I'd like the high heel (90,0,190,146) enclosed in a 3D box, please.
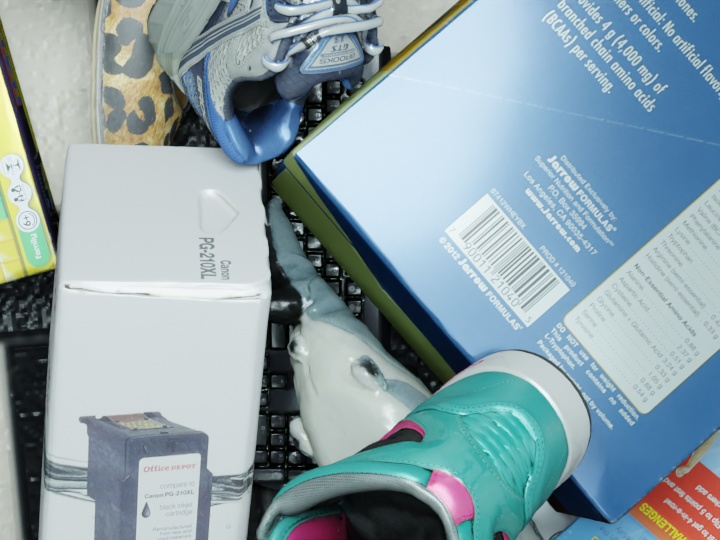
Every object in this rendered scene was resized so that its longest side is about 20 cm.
[{"bbox_3d":[-0.039,-0.109,1.204,0.142,0.071,0.200,9,85,4],"label":"high heel"}]

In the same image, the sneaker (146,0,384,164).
[{"bbox_3d":[-0.016,-0.114,1.092,0.077,0.200,0.085,-7,59,-28],"label":"sneaker"}]

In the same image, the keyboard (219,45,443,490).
[{"bbox_3d":[0.000,0.000,1.243,0.127,0.021,0.200,0,95,-1],"label":"keyboard"}]

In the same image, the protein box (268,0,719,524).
[{"bbox_3d":[0.103,-0.035,1.168,0.200,0.135,0.199,-41,92,-7],"label":"protein box"}]

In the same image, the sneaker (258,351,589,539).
[{"bbox_3d":[-0.001,0.120,1.078,0.084,0.121,0.200,46,130,8],"label":"sneaker"}]

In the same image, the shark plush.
[{"bbox_3d":[0.005,0.064,1.203,0.200,0.083,0.091,45,117,15],"label":"shark plush"}]

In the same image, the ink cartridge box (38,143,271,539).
[{"bbox_3d":[-0.088,0.064,1.145,0.084,0.145,0.200,4,115,-7],"label":"ink cartridge box"}]

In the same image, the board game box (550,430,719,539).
[{"bbox_3d":[0.215,0.117,1.160,0.196,0.200,0.056,-40,136,-9],"label":"board game box"}]

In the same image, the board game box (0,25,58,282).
[{"bbox_3d":[-0.233,-0.076,1.204,0.165,0.057,0.200,-17,95,-1],"label":"board game box"}]

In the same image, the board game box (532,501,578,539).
[{"bbox_3d":[0.068,0.198,1.252,0.126,0.035,0.200,-22,95,0],"label":"board game box"}]
